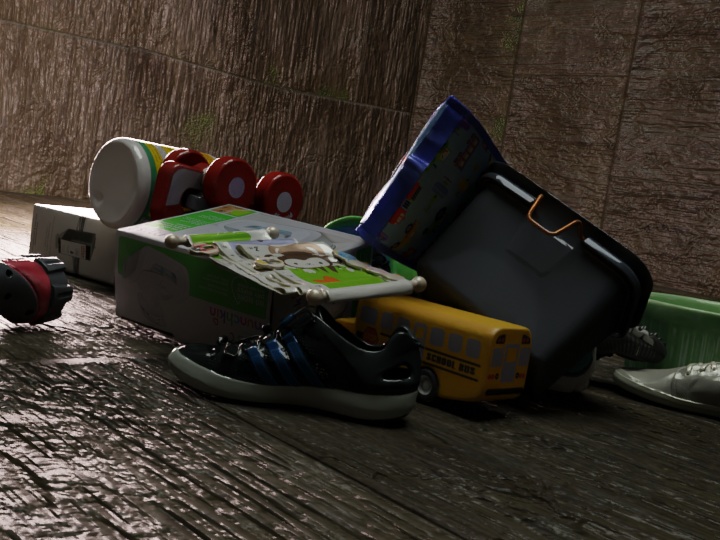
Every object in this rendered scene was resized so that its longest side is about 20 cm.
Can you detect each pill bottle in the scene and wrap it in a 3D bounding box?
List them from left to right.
[{"bbox_3d":[-0.239,-0.102,1.155,0.112,0.114,0.199,13,5,38],"label":"pill bottle"}]

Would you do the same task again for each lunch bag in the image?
[{"bbox_3d":[0.065,-0.082,0.875,0.094,0.151,0.200,38,5,9],"label":"lunch bag"}]

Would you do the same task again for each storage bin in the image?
[{"bbox_3d":[0.153,0.012,0.845,0.200,0.134,0.146,39,-21,25],"label":"storage bin"}]

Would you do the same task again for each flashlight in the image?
[{"bbox_3d":[-0.337,0.025,0.766,0.068,0.068,0.200,44,19,11],"label":"flashlight"}]

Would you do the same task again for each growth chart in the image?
[{"bbox_3d":[-0.054,-0.006,0.770,0.199,0.018,0.144,20,20,37],"label":"growth chart"}]

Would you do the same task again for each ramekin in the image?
[{"bbox_3d":[0.405,0.090,1.040,0.197,0.099,0.200,9,5,-1],"label":"ramekin"}]

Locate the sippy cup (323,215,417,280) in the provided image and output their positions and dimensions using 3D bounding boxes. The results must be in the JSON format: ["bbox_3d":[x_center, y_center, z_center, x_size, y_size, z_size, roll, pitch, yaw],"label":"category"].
[{"bbox_3d":[0.011,0.007,1.194,0.177,0.140,0.130,39,8,26],"label":"sippy cup"}]

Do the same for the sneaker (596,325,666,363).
[{"bbox_3d":[0.233,0.078,0.981,0.198,0.091,0.066,20,-1,4],"label":"sneaker"}]

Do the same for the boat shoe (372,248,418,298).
[{"bbox_3d":[0.000,0.001,0.994,0.197,0.067,0.075,16,-10,19],"label":"boat shoe"}]

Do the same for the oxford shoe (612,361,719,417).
[{"bbox_3d":[0.360,0.118,0.912,0.198,0.059,0.075,9,9,33],"label":"oxford shoe"}]

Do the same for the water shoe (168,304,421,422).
[{"bbox_3d":[-0.050,0.063,0.701,0.197,0.080,0.072,9,5,2],"label":"water shoe"}]

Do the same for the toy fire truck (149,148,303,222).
[{"bbox_3d":[-0.169,-0.050,1.077,0.111,0.170,0.199,14,2,39],"label":"toy fire truck"}]

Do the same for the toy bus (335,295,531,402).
[{"bbox_3d":[0.054,0.069,0.811,0.065,0.079,0.199,3,8,-45],"label":"toy bus"}]

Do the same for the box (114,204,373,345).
[{"bbox_3d":[-0.117,0.009,0.899,0.198,0.098,0.176,15,19,29],"label":"box"}]

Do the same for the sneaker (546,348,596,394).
[{"bbox_3d":[0.147,0.071,0.933,0.197,0.081,0.077,9,5,11],"label":"sneaker"}]

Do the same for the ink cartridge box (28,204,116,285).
[{"bbox_3d":[-0.342,-0.035,1.242,0.198,0.084,0.146,12,7,35],"label":"ink cartridge box"}]
